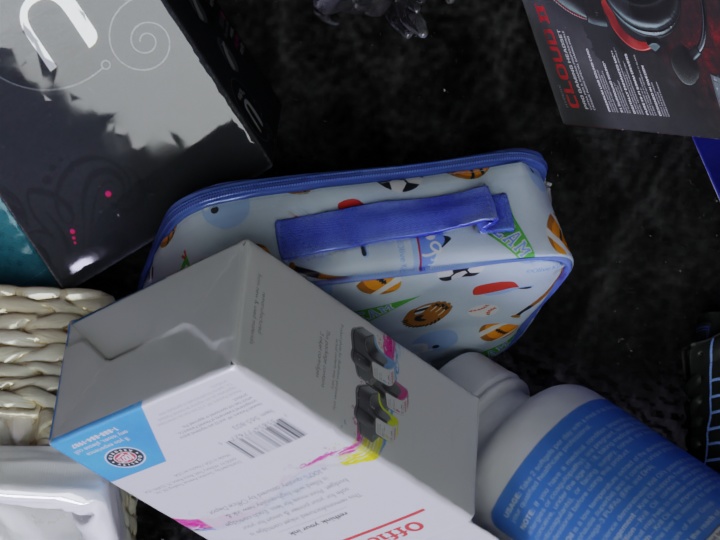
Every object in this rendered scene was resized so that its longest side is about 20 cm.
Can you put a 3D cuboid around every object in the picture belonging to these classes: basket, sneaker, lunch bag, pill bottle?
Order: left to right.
[{"bbox_3d":[-0.173,0.106,1.320,0.135,0.124,0.200,3,145,1],"label":"basket"},{"bbox_3d":[0.000,0.000,1.298,0.199,0.160,0.076,-9,69,-16],"label":"lunch bag"},{"bbox_3d":[0.111,0.123,1.293,0.200,0.112,0.113,34,108,24],"label":"pill bottle"},{"bbox_3d":[0.186,0.073,1.365,0.078,0.070,0.201,27,81,1],"label":"sneaker"}]

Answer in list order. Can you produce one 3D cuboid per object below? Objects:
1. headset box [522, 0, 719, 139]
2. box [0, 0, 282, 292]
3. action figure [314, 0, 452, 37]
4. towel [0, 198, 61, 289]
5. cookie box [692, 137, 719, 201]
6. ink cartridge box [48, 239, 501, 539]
[{"bbox_3d":[0.139,-0.143,1.257,0.075,0.200,0.149,-27,108,-23],"label":"headset box"},{"bbox_3d":[-0.139,-0.114,1.300,0.122,0.106,0.200,-31,106,11],"label":"box"},{"bbox_3d":[-0.019,-0.170,1.239,0.199,0.119,0.102,5,142,-41],"label":"action figure"},{"bbox_3d":[-0.246,-0.048,1.346,0.146,0.022,0.201,-23,107,26],"label":"towel"},{"bbox_3d":[0.244,-0.062,1.268,0.170,0.200,0.075,-27,106,8],"label":"cookie box"},{"bbox_3d":[-0.027,0.076,1.235,0.115,0.068,0.200,-23,137,35],"label":"ink cartridge box"}]
